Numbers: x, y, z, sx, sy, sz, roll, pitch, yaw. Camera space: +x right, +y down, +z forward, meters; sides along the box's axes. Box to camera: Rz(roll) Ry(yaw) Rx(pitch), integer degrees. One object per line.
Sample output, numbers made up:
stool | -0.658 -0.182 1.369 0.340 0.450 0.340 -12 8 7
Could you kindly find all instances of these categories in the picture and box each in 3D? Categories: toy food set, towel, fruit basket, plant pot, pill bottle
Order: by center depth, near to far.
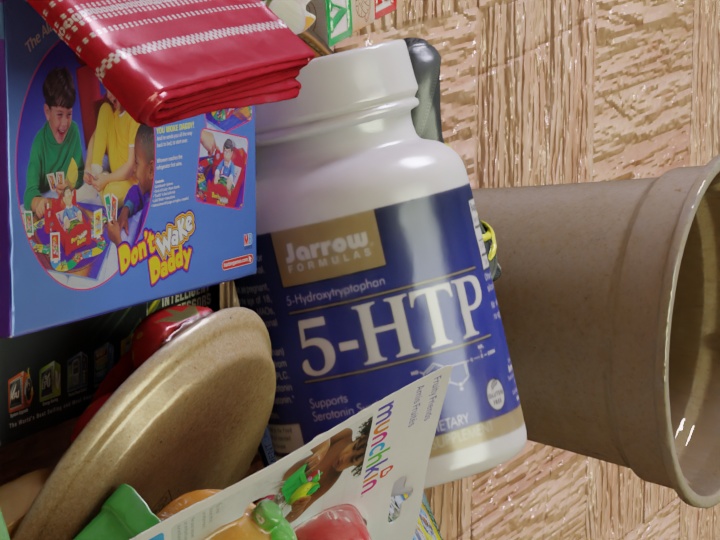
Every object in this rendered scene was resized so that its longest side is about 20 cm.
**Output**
towel | -0.117 -0.135 1.179 0.023 0.200 0.144 -50 167 23
fruit basket | -0.046 0.141 1.261 0.199 0.094 0.186 -23 150 -24
toy food set | -0.108 0.098 1.301 0.201 0.049 0.198 -56 163 -2
pill bottle | 0.000 0.000 1.379 0.120 0.119 0.201 -20 97 -63
plant pot | 0.124 0.026 1.701 0.200 0.182 0.202 6 90 -66

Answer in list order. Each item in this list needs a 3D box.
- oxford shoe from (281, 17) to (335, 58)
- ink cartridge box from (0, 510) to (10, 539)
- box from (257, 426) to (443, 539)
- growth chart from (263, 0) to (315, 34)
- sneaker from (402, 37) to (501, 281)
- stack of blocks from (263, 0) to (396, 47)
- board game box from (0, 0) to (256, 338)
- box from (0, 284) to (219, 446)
oxford shoe | -0.027 -0.044 1.472 0.072 0.071 0.201 -97 170 -46
ink cartridge box | -0.216 0.066 1.088 0.146 0.087 0.201 -56 145 -47
box | -0.002 0.120 1.539 0.200 0.038 0.137 51 14 -57
growth chart | -0.032 -0.204 1.382 0.145 0.018 0.200 41 83 -31
sneaker | 0.036 -0.027 1.598 0.075 0.084 0.201 -111 -156 -72
stack of blocks | -0.034 -0.215 1.456 0.115 0.058 0.201 -35 126 -59
board game box | -0.110 -0.053 1.234 0.200 0.045 0.135 -15 106 -62
box | -0.128 -0.020 1.307 0.200 0.049 0.162 -17 108 -62
